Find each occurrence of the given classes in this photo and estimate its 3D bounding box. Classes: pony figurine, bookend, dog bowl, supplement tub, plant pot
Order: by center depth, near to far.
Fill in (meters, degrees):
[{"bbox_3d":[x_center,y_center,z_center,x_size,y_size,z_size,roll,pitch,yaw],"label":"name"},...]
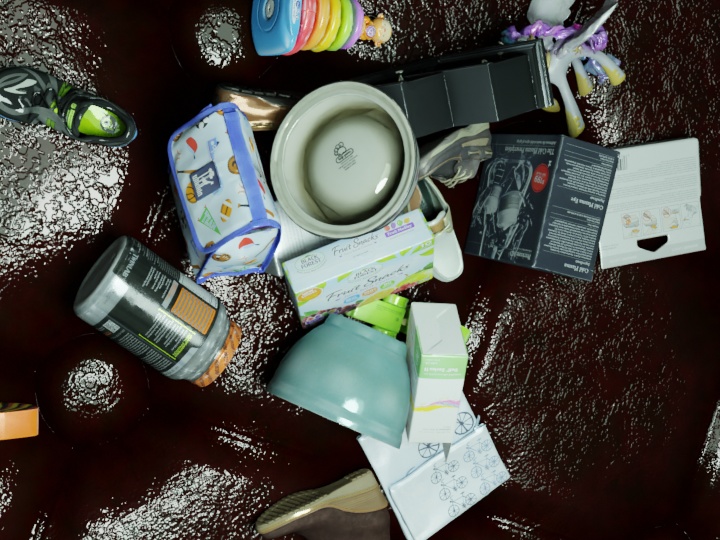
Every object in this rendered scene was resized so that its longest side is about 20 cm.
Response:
[{"bbox_3d":[-0.012,-0.136,1.527,0.198,0.074,0.203,-2,84,20],"label":"dog bowl"},{"bbox_3d":[-0.259,0.058,1.539,0.199,0.122,0.123,38,82,-21],"label":"supplement tub"},{"bbox_3d":[0.115,-0.236,1.588,0.199,0.198,0.093,-22,105,-38],"label":"bookend"},{"bbox_3d":[-0.013,0.140,1.612,0.199,0.200,0.135,26,82,-23],"label":"plant pot"},{"bbox_3d":[0.300,-0.323,1.723,0.194,0.166,0.200,-50,126,-2],"label":"pony figurine"}]

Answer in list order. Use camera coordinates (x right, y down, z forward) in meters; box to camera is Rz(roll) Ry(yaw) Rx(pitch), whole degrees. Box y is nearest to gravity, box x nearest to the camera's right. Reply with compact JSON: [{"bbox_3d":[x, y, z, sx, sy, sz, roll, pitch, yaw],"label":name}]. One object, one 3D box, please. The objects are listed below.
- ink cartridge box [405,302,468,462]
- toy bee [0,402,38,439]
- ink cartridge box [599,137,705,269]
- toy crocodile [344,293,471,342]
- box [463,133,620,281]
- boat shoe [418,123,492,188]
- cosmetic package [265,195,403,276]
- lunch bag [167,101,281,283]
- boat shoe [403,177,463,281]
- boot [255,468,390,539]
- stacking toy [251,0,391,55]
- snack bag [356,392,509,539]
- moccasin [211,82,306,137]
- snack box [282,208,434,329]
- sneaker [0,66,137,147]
[{"bbox_3d":[0.096,0.159,1.654,0.066,0.118,0.202,1,126,-7],"label":"ink cartridge box"},{"bbox_3d":[-0.507,0.184,1.476,0.199,0.108,0.132,27,76,-47],"label":"toy bee"},{"bbox_3d":[0.438,-0.106,1.847,0.198,0.045,0.178,-9,99,-21],"label":"ink cartridge box"},{"bbox_3d":[0.071,0.073,1.715,0.198,0.062,0.068,14,91,-18],"label":"toy crocodile"},{"bbox_3d":[0.253,-0.093,1.689,0.103,0.200,0.184,11,91,-24],"label":"box"},{"bbox_3d":[0.134,-0.157,1.659,0.200,0.074,0.074,-34,100,-47],"label":"boat shoe"},{"bbox_3d":[-0.044,-0.069,1.639,0.198,0.071,0.103,-16,101,-19],"label":"cosmetic package"},{"bbox_3d":[-0.170,-0.096,1.490,0.123,0.200,0.172,-13,77,-21],"label":"lunch bag"},{"bbox_3d":[0.093,-0.067,1.697,0.074,0.068,0.201,-36,108,-14],"label":"boat shoe"},{"bbox_3d":[-0.041,0.391,1.693,0.198,0.072,0.168,-18,101,-23],"label":"boot"},{"bbox_3d":[-0.038,-0.335,1.606,0.198,0.109,0.118,5,92,-34],"label":"stacking toy"},{"bbox_3d":[0.111,0.278,1.771,0.187,0.021,0.202,-31,106,-16],"label":"snack bag"},{"bbox_3d":[-0.104,-0.199,1.601,0.199,0.074,0.079,3,109,-26],"label":"moccasin"},{"bbox_3d":[0.000,0.000,1.607,0.198,0.143,0.053,-22,67,-6],"label":"snack box"},{"bbox_3d":[-0.371,-0.205,1.483,0.198,0.083,0.072,17,89,-23],"label":"sneaker"}]
